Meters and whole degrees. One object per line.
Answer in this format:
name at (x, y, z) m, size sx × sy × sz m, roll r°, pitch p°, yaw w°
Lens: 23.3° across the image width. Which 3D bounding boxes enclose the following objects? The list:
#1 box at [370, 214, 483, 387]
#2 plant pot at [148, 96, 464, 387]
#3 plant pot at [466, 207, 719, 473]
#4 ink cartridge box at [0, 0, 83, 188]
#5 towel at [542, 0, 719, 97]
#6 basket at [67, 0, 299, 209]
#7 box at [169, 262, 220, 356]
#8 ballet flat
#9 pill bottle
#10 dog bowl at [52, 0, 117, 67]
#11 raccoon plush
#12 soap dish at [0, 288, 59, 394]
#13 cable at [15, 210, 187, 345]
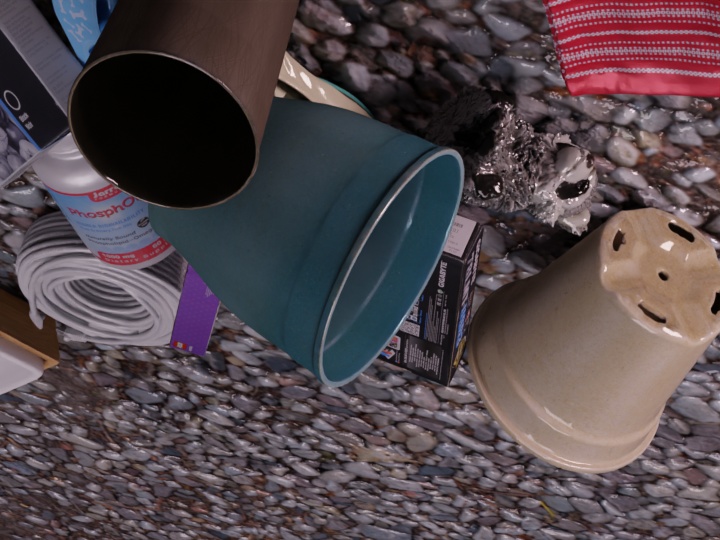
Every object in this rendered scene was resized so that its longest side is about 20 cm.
box at (0.000, 0.000, 1.504) m, size 0.198 × 0.050 × 0.200 m, roll 21°, pitch 147°, yaw 13°
plant pot at (-0.052, -0.042, 1.333) m, size 0.187 × 0.200 × 0.200 m, roll 29°, pitch 157°, yaw 18°
plant pot at (0.222, 0.046, 1.528) m, size 0.200 × 0.201 × 0.184 m, roll 21°, pitch 140°, yaw -13°
ink cartridge box at (-0.309, -0.177, 1.393) m, size 0.200 × 0.043 × 0.198 m, roll 55°, pitch 148°, yaw -6°
towel at (0.199, -0.190, 1.254) m, size 0.144 × 0.023 × 0.200 m, roll 3°, pitch 150°, yaw 20°
basket at (-0.111, -0.174, 1.235) m, size 0.135 × 0.201 × 0.181 m, roll 18°, pitch 149°, yaw -3°
box at (-0.134, -0.023, 1.602) m, size 0.039 × 0.137 × 0.200 m, roll 16°, pitch 152°, yaw -4°
ballet flat at (-0.065, -0.141, 1.428) m, size 0.069 × 0.070 × 0.200 m, roll -14°, pitch 141°, yaw 43°
pill bottle at (-0.228, -0.094, 1.547) m, size 0.108 × 0.109 × 0.200 m, roll 5°, pitch 151°, yaw 19°
dog bowl at (-0.178, -0.197, 1.337) m, size 0.049 × 0.112 × 0.200 m, roll 16°, pitch 155°, yaw 21°
raccoon plush at (0.105, -0.087, 1.449) m, size 0.134 × 0.097 × 0.199 m, roll 26°, pitch 170°, yaw -40°
soap dish at (-0.452, 0.076, 2.003) m, size 0.157 × 0.082 × 0.200 m, roll 31°, pitch 149°, yaw -28°
cable at (-0.257, 0.010, 1.800) m, size 0.199 × 0.070 × 0.200 m, roll 9°, pitch 151°, yaw 9°
